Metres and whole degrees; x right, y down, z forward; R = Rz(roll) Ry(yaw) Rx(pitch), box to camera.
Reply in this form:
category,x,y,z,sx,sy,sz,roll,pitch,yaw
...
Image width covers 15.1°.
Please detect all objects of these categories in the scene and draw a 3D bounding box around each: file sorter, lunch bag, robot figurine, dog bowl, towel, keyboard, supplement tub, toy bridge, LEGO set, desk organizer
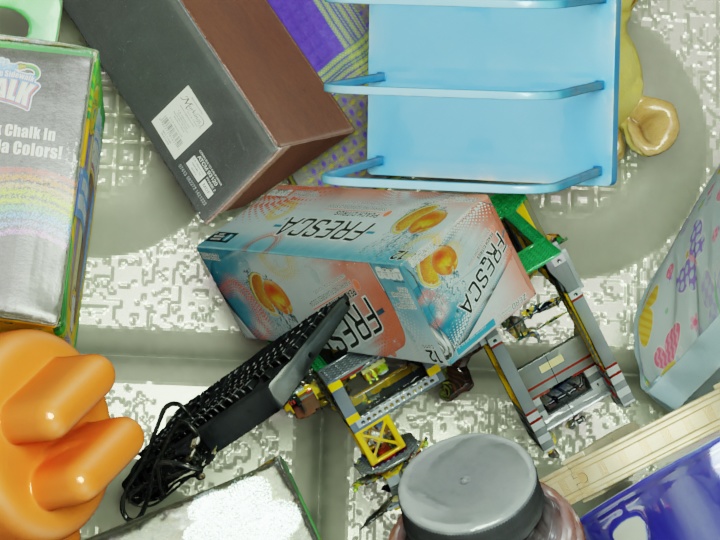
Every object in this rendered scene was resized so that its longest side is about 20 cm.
category,x,y,z,sx,sy,sz,roll,pitch,yaw
file sorter,0.056,-0.142,1.418,0.138,0.123,0.200,3,98,18
lunch bag,0.242,-0.016,1.486,0.127,0.170,0.200,38,60,5
robot figurine,-0.213,0.096,1.450,0.200,0.144,0.117,-9,62,34
dog bowl,0.210,0.128,1.453,0.200,0.200,0.079,-27,79,-10
towel,-0.017,-0.133,1.546,0.144,0.023,0.200,-34,77,28
keyboard,-0.082,0.069,1.434,0.040,0.200,0.104,38,57,-9
supplement tub,0.071,0.179,1.405,0.107,0.200,0.107,-9,40,8
toy bridge,0.133,0.103,1.459,0.067,0.200,0.027,-22,83,-54
LEGO set,0.055,0.057,1.495,0.200,0.154,0.116,-33,112,-13
desk organizer,-0.096,-0.132,1.533,0.077,0.072,0.200,-16,68,-53

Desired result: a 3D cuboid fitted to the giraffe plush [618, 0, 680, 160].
category,x,y,z,sx,sy,sz,roll,pitch,yaw
giraffe plush,0.110,-0.147,1.551,0.200,0.172,0.163,10,86,-37

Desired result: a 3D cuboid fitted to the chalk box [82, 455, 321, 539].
category,x,y,z,sx,sy,sz,roll,pitch,yaw
chalk box,-0.059,0.220,1.452,0.125,0.124,0.200,-23,81,-10

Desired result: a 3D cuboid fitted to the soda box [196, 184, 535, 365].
category,x,y,z,sx,sy,sz,roll,pitch,yaw
soda box,0.000,0.000,1.438,0.068,0.200,0.064,-38,112,-26

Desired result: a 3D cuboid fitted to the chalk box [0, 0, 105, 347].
category,x,y,z,sx,sy,sz,roll,pitch,yaw
chalk box,-0.209,-0.060,1.505,0.124,0.124,0.200,8,76,-1
